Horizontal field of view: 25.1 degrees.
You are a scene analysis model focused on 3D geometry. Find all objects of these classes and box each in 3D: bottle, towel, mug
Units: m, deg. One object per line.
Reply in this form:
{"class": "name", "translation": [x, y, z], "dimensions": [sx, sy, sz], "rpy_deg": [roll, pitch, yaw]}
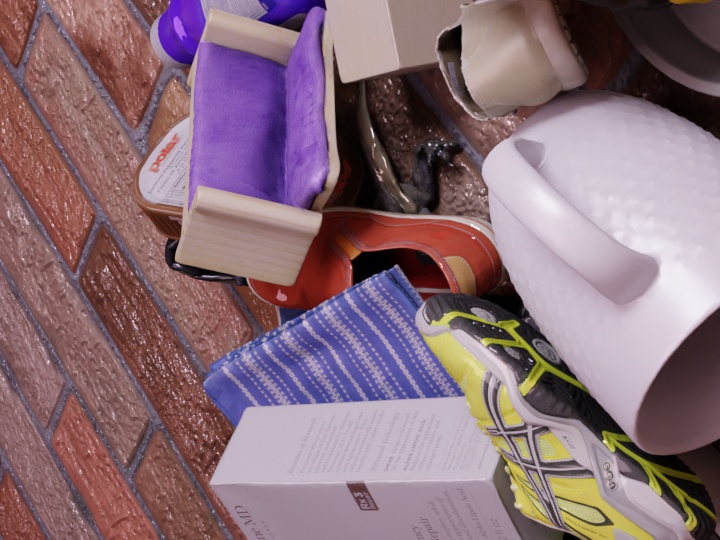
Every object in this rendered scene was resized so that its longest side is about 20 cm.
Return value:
{"class": "bottle", "translation": [-0.089, -0.202, 1.194], "dimensions": [0.200, 0.065, 0.084], "rpy_deg": [-22, 77, 52]}
{"class": "towel", "translation": [-0.006, 0.092, 1.059], "dimensions": [0.200, 0.024, 0.145], "rpy_deg": [-30, 98, 42]}
{"class": "mug", "translation": [0.140, -0.017, 0.865], "dimensions": [0.148, 0.200, 0.175], "rpy_deg": [-50, 55, 17]}

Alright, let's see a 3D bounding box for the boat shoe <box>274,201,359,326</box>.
{"class": "boat shoe", "translation": [-0.022, 0.019, 1.165], "dimensions": [0.072, 0.072, 0.201], "rpy_deg": [-11, 65, 26]}

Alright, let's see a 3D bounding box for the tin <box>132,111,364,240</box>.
{"class": "tin", "translation": [-0.085, -0.070, 1.181], "dimensions": [0.200, 0.112, 0.042], "rpy_deg": [11, 145, 42]}

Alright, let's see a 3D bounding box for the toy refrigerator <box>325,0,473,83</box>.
{"class": "toy refrigerator", "translation": [0.013, -0.228, 1.051], "dimensions": [0.070, 0.076, 0.201], "rpy_deg": [-7, 97, 52]}

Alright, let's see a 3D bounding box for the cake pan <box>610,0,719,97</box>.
{"class": "cake pan", "translation": [0.205, -0.192, 0.852], "dimensions": [0.200, 0.037, 0.201], "rpy_deg": [21, 117, 47]}

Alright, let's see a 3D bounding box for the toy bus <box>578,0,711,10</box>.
{"class": "toy bus", "translation": [0.070, -0.208, 0.832], "dimensions": [0.200, 0.192, 0.136], "rpy_deg": [30, 125, 44]}

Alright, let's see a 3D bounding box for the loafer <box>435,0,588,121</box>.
{"class": "loafer", "translation": [0.078, -0.127, 0.937], "dimensions": [0.200, 0.068, 0.076], "rpy_deg": [-105, -8, -84]}

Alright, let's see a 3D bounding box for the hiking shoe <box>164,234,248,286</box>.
{"class": "hiking shoe", "translation": [-0.118, -0.039, 1.255], "dimensions": [0.200, 0.100, 0.076], "rpy_deg": [23, 118, 46]}

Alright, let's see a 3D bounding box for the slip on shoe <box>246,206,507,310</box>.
{"class": "slip on shoe", "translation": [0.000, 0.000, 1.058], "dimensions": [0.200, 0.061, 0.074], "rpy_deg": [0, 117, 36]}

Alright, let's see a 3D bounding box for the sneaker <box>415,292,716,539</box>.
{"class": "sneaker", "translation": [0.099, 0.094, 0.889], "dimensions": [0.200, 0.075, 0.076], "rpy_deg": [44, 113, 9]}

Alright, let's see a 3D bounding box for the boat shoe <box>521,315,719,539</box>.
{"class": "boat shoe", "translation": [0.159, 0.106, 0.949], "dimensions": [0.200, 0.074, 0.060], "rpy_deg": [48, 113, 9]}

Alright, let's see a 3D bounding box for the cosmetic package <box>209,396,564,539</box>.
{"class": "cosmetic package", "translation": [0.018, 0.138, 1.005], "dimensions": [0.200, 0.074, 0.102], "rpy_deg": [-8, 129, 30]}

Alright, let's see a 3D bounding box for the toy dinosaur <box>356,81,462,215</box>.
{"class": "toy dinosaur", "translation": [0.034, -0.046, 1.111], "dimensions": [0.088, 0.047, 0.201], "rpy_deg": [-17, 85, 59]}

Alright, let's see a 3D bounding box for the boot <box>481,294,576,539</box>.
{"class": "boot", "translation": [0.059, 0.094, 1.090], "dimensions": [0.211, 0.079, 0.158], "rpy_deg": [0, 108, 41]}

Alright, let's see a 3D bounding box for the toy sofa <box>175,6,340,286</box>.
{"class": "toy sofa", "translation": [-0.068, -0.095, 1.064], "dimensions": [0.200, 0.083, 0.098], "rpy_deg": [-92, 20, -46]}
